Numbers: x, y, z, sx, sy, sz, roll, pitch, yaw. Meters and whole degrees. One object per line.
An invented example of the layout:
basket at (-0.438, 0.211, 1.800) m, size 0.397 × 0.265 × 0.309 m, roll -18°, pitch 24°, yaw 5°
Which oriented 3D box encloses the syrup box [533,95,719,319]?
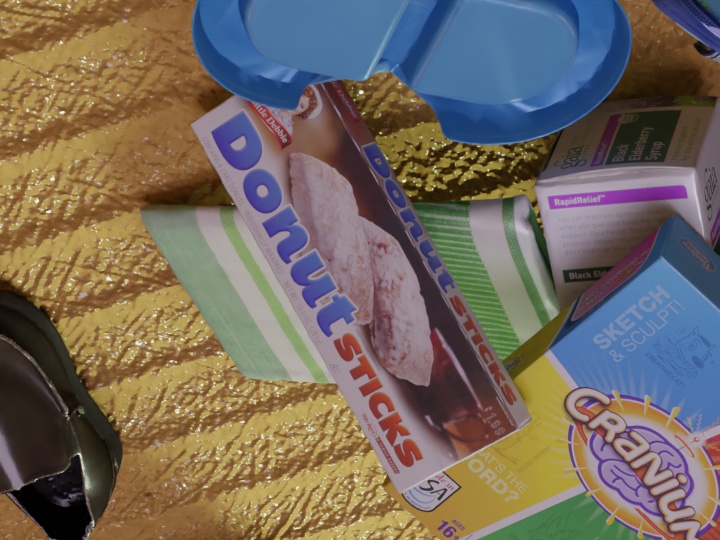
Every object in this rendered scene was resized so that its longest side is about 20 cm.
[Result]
syrup box at (0.146, 0.022, 1.140) m, size 0.081 × 0.079 × 0.201 m, roll -3°, pitch 118°, yaw 19°

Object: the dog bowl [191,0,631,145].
dog bowl at (0.021, -0.118, 1.039) m, size 0.199 × 0.050 × 0.112 m, roll 8°, pitch 139°, yaw -20°

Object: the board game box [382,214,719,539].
board game box at (0.131, 0.089, 1.111) m, size 0.153 × 0.040 × 0.200 m, roll 41°, pitch 123°, yaw -9°

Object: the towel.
towel at (0.008, 0.011, 1.173) m, size 0.199 × 0.023 × 0.153 m, roll 0°, pitch 145°, yaw 23°

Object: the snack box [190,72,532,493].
snack box at (0.000, 0.000, 1.092) m, size 0.072 × 0.200 × 0.024 m, roll -31°, pitch 178°, yaw 27°

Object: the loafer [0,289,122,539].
loafer at (-0.178, 0.080, 1.232) m, size 0.073 × 0.072 × 0.200 m, roll -20°, pitch 140°, yaw 14°

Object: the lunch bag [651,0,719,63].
lunch bag at (0.180, -0.152, 0.902) m, size 0.160 × 0.201 × 0.082 m, roll 15°, pitch 137°, yaw -26°
